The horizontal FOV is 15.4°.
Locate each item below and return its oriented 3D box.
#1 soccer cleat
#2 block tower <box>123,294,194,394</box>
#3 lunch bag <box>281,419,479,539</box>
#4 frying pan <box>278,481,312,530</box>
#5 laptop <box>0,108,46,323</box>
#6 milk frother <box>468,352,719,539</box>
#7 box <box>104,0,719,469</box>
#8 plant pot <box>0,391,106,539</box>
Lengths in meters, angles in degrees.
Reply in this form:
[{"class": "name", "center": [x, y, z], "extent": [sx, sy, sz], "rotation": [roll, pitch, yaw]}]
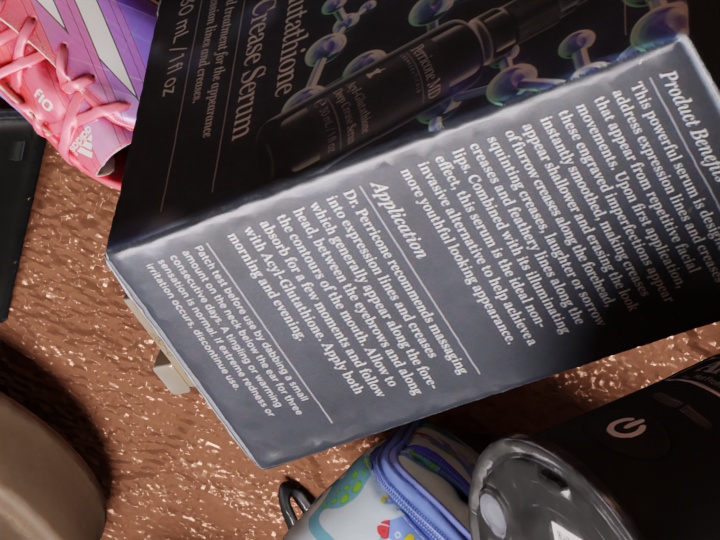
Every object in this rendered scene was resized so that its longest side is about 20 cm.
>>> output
[{"class": "soccer cleat", "center": [-0.107, -0.076, 0.981], "extent": [0.199, 0.073, 0.068], "rotation": [28, 140, -7]}, {"class": "block tower", "center": [0.000, 0.000, 1.035], "extent": [0.199, 0.054, 0.058], "rotation": [-11, 130, 33]}, {"class": "lunch bag", "center": [0.063, 0.153, 1.064], "extent": [0.082, 0.161, 0.200], "rotation": [-45, 84, 9]}, {"class": "frying pan", "center": [0.002, 0.198, 1.208], "extent": [0.190, 0.115, 0.031], "rotation": [42, 143, -22]}, {"class": "laptop", "center": [-0.240, -0.062, 1.081], "extent": [0.199, 0.116, 0.187], "rotation": [-3, 156, -15]}, {"class": "milk frother", "center": [0.155, 0.118, 0.800], "extent": [0.181, 0.188, 0.201], "rotation": [47, 150, 40]}, {"class": "box", "center": [0.035, -0.047, 0.860], "extent": [0.199, 0.149, 0.107], "rotation": [-20, 126, 20]}, {"class": "plant pot", "center": [-0.235, 0.148, 1.188], "extent": [0.199, 0.175, 0.201], "rotation": [15, 149, 9]}]
